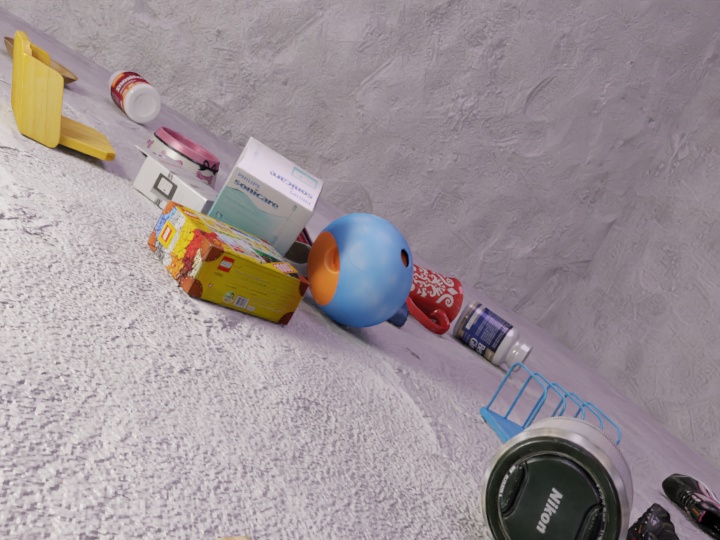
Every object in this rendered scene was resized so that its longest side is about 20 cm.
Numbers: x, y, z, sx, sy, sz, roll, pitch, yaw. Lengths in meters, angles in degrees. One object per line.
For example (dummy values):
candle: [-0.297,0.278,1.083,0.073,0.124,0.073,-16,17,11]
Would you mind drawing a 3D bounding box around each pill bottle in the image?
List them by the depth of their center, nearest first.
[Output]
pill bottle: [0.351,0.178,1.940,0.198,0.113,0.111,35,9,20]
pill bottle: [-0.665,-0.514,2.146,0.112,0.115,0.199,23,11,-45]

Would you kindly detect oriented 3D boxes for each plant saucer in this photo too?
plant saucer: [-0.832,-0.535,1.904,0.197,0.036,0.200,32,9,-5]

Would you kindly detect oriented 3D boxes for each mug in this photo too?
mug: [0.158,0.058,1.867,0.197,0.136,0.177,23,9,-29]

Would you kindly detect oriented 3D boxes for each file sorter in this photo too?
file sorter: [0.341,0.273,1.313,0.197,0.125,0.139,28,8,-21]

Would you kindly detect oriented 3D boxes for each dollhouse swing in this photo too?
dollhouse swing: [-0.534,-0.315,1.335,0.172,0.187,0.200,2,22,-30]

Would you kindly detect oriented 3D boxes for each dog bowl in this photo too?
dog bowl: [-0.427,-0.274,1.780,0.197,0.075,0.200,32,8,-5]

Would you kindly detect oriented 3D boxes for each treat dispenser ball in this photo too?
treat dispenser ball: [0.000,0.000,1.332,0.198,0.204,0.201,30,8,-5]

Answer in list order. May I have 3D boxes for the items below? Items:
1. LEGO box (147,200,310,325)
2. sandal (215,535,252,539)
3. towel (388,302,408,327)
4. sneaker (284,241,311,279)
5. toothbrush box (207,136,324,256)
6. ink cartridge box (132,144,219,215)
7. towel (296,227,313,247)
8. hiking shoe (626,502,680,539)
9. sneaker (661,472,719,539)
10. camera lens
LEGO box: [-0.194,-0.009,1.093,0.198,0.078,0.148,24,12,-47]
sandal: [-0.064,0.216,0.370,0.068,0.080,0.211,4,16,-28]
towel: [0.020,0.052,1.652,0.197,0.049,0.112,32,9,-9]
sneaker: [-0.170,-0.032,1.438,0.197,0.073,0.086,28,-27,25]
toothbrush box: [-0.171,-0.096,1.227,0.144,0.201,0.087,29,44,-13]
ink cartridge box: [-0.343,-0.149,1.387,0.198,0.068,0.115,36,9,19]
towel: [-0.164,-0.076,1.473,0.197,0.023,0.146,24,-30,39]
hiking shoe: [0.448,0.419,1.088,0.101,0.076,0.199,43,20,18]
sneaker: [0.739,0.513,1.592,0.085,0.082,0.199,10,15,-40]
camera lens: [0.233,0.258,0.852,0.158,0.162,0.199,34,9,22]
